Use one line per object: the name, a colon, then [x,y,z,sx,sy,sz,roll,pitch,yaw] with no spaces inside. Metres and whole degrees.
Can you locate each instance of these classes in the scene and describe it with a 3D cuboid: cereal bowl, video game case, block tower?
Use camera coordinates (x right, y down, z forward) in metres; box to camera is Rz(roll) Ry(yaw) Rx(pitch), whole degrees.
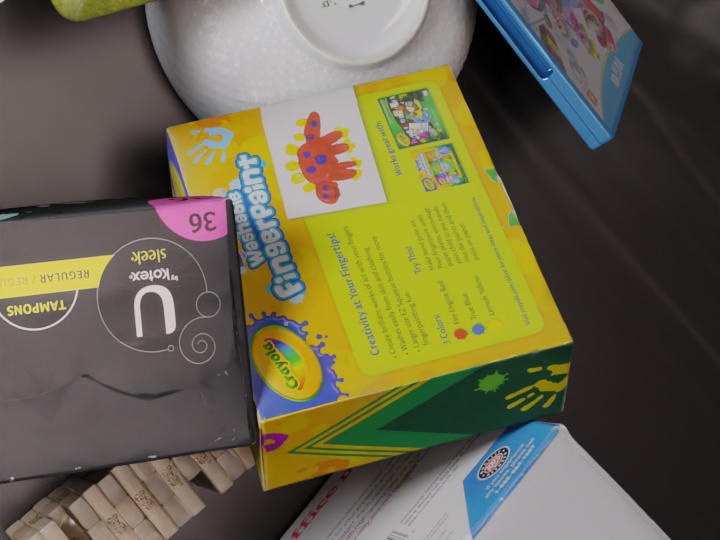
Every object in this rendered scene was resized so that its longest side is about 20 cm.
cereal bowl: [-0.018,-0.161,1.108,0.200,0.083,0.201,-1,92,-22]
video game case: [0.095,-0.180,1.138,0.200,0.018,0.143,51,30,-15]
block tower: [-0.110,0.112,1.090,0.200,0.058,0.054,-41,105,-17]

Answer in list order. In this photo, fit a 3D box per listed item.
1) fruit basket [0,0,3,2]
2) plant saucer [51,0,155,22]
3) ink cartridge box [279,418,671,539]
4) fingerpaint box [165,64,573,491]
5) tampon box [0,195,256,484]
fruit basket: [-0.266,-0.098,0.948,0.185,0.200,0.094,-35,104,-17]
plant saucer: [-0.103,-0.249,1.042,0.199,0.048,0.200,-19,69,-20]
ink cartridge box: [0.064,0.175,1.083,0.145,0.200,0.147,45,75,-18]
fingerpaint box: [0.000,0.000,1.029,0.167,0.073,0.200,-14,54,-11]
tampon box: [-0.159,0.030,0.992,0.150,0.200,0.127,-8,94,-22]
